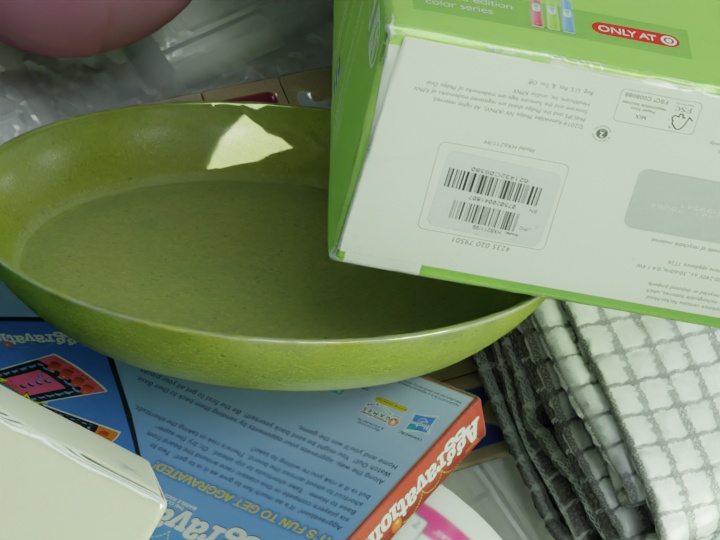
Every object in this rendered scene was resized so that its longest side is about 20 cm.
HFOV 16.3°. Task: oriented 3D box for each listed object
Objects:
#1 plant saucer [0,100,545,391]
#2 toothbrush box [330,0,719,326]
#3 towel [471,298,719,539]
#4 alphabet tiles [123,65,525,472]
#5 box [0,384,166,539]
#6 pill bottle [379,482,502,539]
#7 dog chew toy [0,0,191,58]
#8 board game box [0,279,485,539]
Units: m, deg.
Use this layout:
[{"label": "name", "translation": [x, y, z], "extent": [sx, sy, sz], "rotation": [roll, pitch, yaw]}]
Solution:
[{"label": "plant saucer", "translation": [-0.030, -0.007, 0.820], "extent": [0.200, 0.031, 0.200], "rotation": [5, 24, -2]}, {"label": "toothbrush box", "translation": [0.069, -0.079, 0.809], "extent": [0.145, 0.086, 0.200], "rotation": [10, 36, -7]}, {"label": "towel", "translation": [0.119, 0.007, 0.923], "extent": [0.165, 0.086, 0.200], "rotation": [-16, 68, -24]}, {"label": "alphabet tiles", "translation": [0.000, 0.000, 0.926], "extent": [0.200, 0.006, 0.167], "rotation": [-14, 70, -29]}, {"label": "box", "translation": [-0.136, 0.129, 0.707], "extent": [0.082, 0.068, 0.200], "rotation": [30, 89, -9]}, {"label": "pill bottle", "translation": [-0.036, 0.159, 0.764], "extent": [0.113, 0.113, 0.200], "rotation": [40, 56, 0]}, {"label": "dog chew toy", "translation": [-0.150, -0.130, 0.865], "extent": [0.200, 0.125, 0.125], "rotation": [-8, 68, -17]}, {"label": "board game box", "translation": [-0.071, 0.045, 0.796], "extent": [0.200, 0.019, 0.103], "rotation": [21, 48, 32]}]
